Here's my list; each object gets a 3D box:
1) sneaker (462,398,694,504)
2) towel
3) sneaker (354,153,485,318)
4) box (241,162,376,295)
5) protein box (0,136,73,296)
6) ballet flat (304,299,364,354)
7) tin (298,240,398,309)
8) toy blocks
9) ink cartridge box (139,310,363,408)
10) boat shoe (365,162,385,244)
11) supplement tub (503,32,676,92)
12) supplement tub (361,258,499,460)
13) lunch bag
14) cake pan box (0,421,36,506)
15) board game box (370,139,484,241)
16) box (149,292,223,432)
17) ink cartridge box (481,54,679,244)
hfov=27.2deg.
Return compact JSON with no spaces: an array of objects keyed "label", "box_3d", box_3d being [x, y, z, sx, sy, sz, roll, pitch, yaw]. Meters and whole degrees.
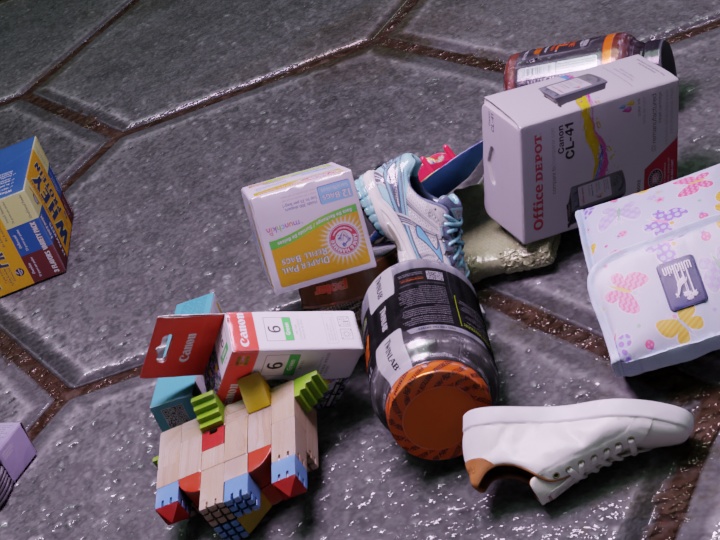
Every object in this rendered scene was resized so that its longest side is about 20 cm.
[{"label":"sneaker","box_3d":[0.187,0.160,1.275,0.198,0.073,0.085,-6,65,15]},{"label":"towel","box_3d":[0.160,-0.050,1.675,0.147,0.037,0.200,-13,28,17]},{"label":"sneaker","box_3d":[0.076,-0.033,1.541,0.086,0.201,0.078,-37,-5,13]},{"label":"box","box_3d":[-0.057,-0.048,1.561,0.112,0.102,0.200,-16,8,-4]},{"label":"protein box","box_3d":[-0.528,-0.063,2.108,0.197,0.136,0.200,-21,27,3]},{"label":"ballet flat","box_3d":[-0.050,0.076,1.587,0.198,0.068,0.076,-16,39,6]},{"label":"tin","box_3d":[0.000,0.000,1.632,0.111,0.042,0.200,-16,6,22]},{"label":"toy blocks","box_3d":[-0.117,0.192,1.412,0.199,0.100,0.137,-23,37,14]},{"label":"ink cartridge box","box_3d":[-0.108,0.091,1.457,0.198,0.109,0.051,-1,52,-21]},{"label":"boat shoe","box_3d":[-0.009,-0.053,1.776,0.071,0.068,0.200,2,38,38]},{"label":"supplement tub","box_3d":[0.284,-0.232,1.828,0.199,0.108,0.107,-7,31,26]},{"label":"supplement tub","box_3d":[0.065,0.084,1.416,0.122,0.123,0.200,-19,27,6]},{"label":"lunch bag","box_3d":[0.299,0.005,1.381,0.168,0.128,0.201,-18,35,14]},{"label":"cake pan box","box_3d":[-0.475,0.242,1.623,0.199,0.053,0.185,-7,34,29]},{"label":"board game box","box_3d":[0.071,-0.105,1.678,0.158,0.039,0.200,-34,-8,-20]},{"label":"box","box_3d":[-0.173,0.113,1.588,0.049,0.083,0.200,-18,28,12]},{"label":"ink cartridge box","box_3d":[0.237,-0.130,1.592,0.199,0.149,0.086,-19,34,-19]}]
